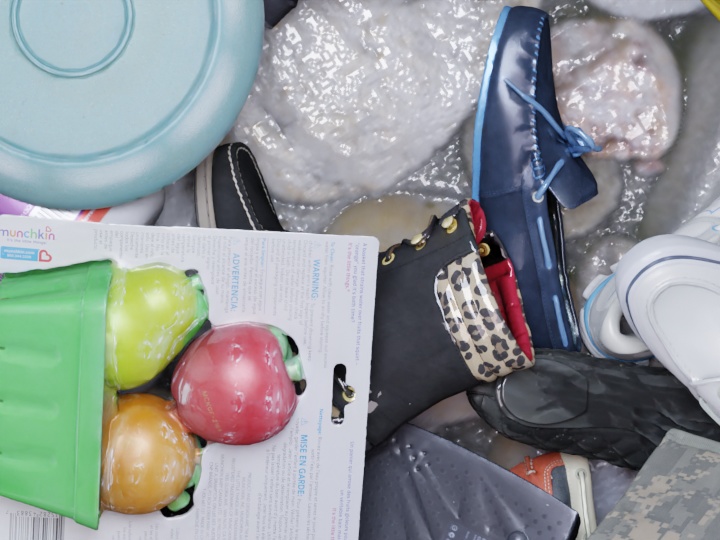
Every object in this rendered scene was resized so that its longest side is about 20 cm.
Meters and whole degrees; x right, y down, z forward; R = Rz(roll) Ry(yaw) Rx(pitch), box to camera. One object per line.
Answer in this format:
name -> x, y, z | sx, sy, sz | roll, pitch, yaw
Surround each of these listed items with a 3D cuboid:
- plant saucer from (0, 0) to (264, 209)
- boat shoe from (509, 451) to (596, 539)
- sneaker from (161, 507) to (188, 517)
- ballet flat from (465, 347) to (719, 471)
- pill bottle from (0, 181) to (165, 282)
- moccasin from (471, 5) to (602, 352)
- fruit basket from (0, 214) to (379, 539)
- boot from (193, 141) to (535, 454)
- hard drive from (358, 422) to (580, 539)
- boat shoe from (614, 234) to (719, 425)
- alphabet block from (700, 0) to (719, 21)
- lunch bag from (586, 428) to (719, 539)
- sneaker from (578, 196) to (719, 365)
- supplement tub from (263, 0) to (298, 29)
plant saucer -> -0.151, -0.132, 1.548 | 0.200, 0.027, 0.201 | 0, 89, 1
boat shoe -> 0.131, 0.196, 1.643 | 0.062, 0.071, 0.200 | -22, 88, 1
sneaker -> -0.145, 0.155, 1.647 | 0.092, 0.076, 0.200 | -37, 80, 43
ballet flat -> 0.154, 0.081, 1.630 | 0.200, 0.057, 0.067 | 17, 86, -18
pill bottle -> -0.214, -0.058, 1.616 | 0.200, 0.112, 0.113 | 36, 94, 0
moccasin -> 0.101, -0.047, 1.627 | 0.068, 0.080, 0.200 | 5, 107, 16
fruit basket -> -0.095, 0.061, 1.542 | 0.200, 0.094, 0.186 | 0, 109, -8
boot -> 0.000, 0.000, 1.600 | 0.150, 0.073, 0.200 | -25, 68, 17
hard drive -> 0.018, 0.151, 1.624 | 0.200, 0.042, 0.135 | 22, 95, 25
boat shoe -> 0.217, 0.055, 1.568 | 0.200, 0.067, 0.074 | 36, 111, -29
alphabet block -> 0.233, -0.239, 1.547 | 0.200, 0.195, 0.196 | -43, 89, 3
lunch bag -> 0.182, 0.217, 1.564 | 0.117, 0.164, 0.200 | 12, 128, 31
sneaker -> 0.210, -0.011, 1.616 | 0.200, 0.087, 0.075 | -39, 90, 3
supplement tub -> -0.004, -0.225, 1.599 | 0.200, 0.107, 0.107 | -44, 91, 4
